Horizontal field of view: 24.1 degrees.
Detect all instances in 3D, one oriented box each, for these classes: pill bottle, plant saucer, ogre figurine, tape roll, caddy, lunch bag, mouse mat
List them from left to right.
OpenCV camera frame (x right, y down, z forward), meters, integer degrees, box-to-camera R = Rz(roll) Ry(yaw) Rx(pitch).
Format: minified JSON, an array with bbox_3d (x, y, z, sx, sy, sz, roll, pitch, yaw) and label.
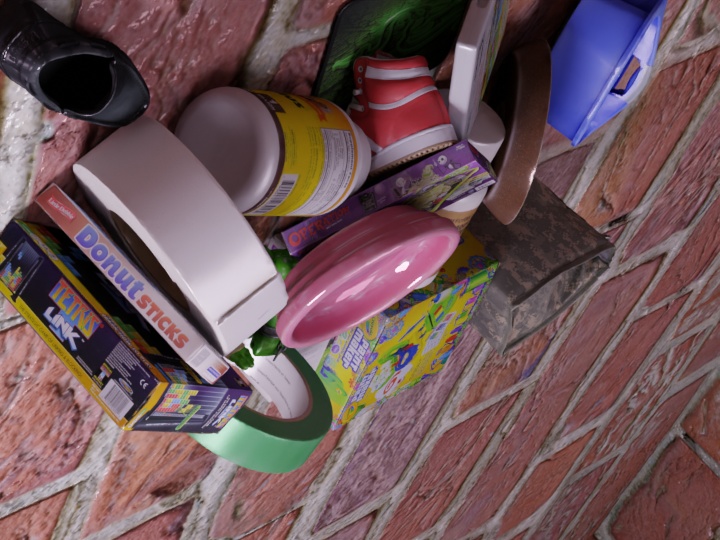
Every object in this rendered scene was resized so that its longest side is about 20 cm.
[{"bbox_3d":[-0.147,-0.027,1.380,0.071,0.203,0.203,-38,158,-14],"label":"tape roll"},{"bbox_3d":[-0.135,0.017,1.630,0.199,0.098,0.120,25,108,-21],"label":"ogre figurine"},{"bbox_3d":[-0.121,0.114,1.687,0.048,0.201,0.200,-53,157,24],"label":"tape roll"},{"bbox_3d":[-0.071,-0.104,1.505,0.110,0.109,0.199,-52,158,20],"label":"pill bottle"},{"bbox_3d":[0.000,0.000,1.611,0.199,0.051,0.201,-30,167,-8],"label":"plant saucer"},{"bbox_3d":[0.035,-0.225,1.618,0.199,0.008,0.162,-31,155,-35],"label":"mouse mat"},{"bbox_3d":[0.071,-0.087,1.788,0.114,0.114,0.201,-19,147,-48],"label":"pill bottle"},{"bbox_3d":[0.160,-0.151,1.804,0.200,0.034,0.202,-170,-90,-83],"label":"plant saucer"},{"bbox_3d":[0.195,-0.020,2.068,0.199,0.164,0.118,-32,150,-27],"label":"lunch bag"},{"bbox_3d":[0.266,-0.229,1.842,0.142,0.104,0.201,-52,172,-52],"label":"caddy"}]

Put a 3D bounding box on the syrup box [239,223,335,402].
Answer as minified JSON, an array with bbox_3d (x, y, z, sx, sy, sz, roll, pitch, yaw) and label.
[{"bbox_3d":[-0.069,0.041,1.814,0.078,0.081,0.201,-27,154,-40],"label":"syrup box"}]

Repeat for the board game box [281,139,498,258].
[{"bbox_3d":[0.030,-0.062,1.631,0.199,0.033,0.120,-26,172,10],"label":"board game box"}]

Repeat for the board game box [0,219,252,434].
[{"bbox_3d":[-0.203,0.050,1.421,0.057,0.200,0.165,-50,159,12],"label":"board game box"}]

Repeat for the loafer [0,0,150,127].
[{"bbox_3d":[-0.208,-0.139,1.244,0.068,0.070,0.200,-46,159,6],"label":"loafer"}]

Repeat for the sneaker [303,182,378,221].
[{"bbox_3d":[0.027,-0.101,1.707,0.081,0.078,0.200,23,126,-36],"label":"sneaker"}]

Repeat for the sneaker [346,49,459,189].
[{"bbox_3d":[-0.006,-0.140,1.622,0.199,0.114,0.071,-19,174,28],"label":"sneaker"}]

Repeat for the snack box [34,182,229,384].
[{"bbox_3d":[-0.186,0.010,1.377,0.024,0.200,0.072,-44,159,-3],"label":"snack box"}]

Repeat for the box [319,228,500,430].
[{"bbox_3d":[0.027,0.048,1.946,0.192,0.122,0.201,-25,152,-41],"label":"box"}]

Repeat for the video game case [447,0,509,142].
[{"bbox_3d":[0.116,-0.223,1.628,0.201,0.023,0.183,94,14,-60],"label":"video game case"}]
